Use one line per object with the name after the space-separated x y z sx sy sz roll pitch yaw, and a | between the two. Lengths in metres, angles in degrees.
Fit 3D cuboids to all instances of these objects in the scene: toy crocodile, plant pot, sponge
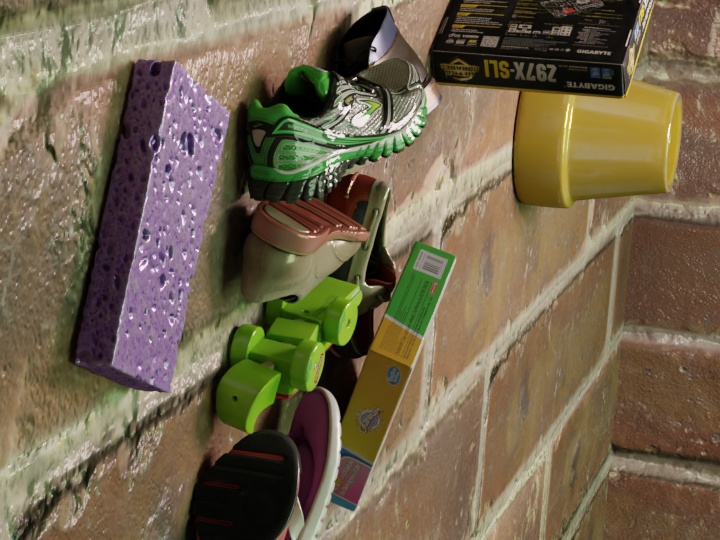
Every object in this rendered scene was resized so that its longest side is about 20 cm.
-0.052 0.059 1.470 0.200 0.067 0.062 -51 151 -58 | toy crocodile
0.308 -0.174 2.404 0.201 0.189 0.201 6 90 -74 | plant pot
-0.133 -0.026 1.213 0.112 0.030 0.200 45 54 -70 | sponge

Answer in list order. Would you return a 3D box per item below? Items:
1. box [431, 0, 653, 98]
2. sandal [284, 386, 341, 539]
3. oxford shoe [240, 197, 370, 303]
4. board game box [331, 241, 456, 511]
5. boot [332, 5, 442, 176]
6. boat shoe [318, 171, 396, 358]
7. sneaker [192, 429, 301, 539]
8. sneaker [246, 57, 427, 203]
0.188 -0.249 1.926 0.160 0.200 0.049 -68 157 -43 | box
-0.063 0.186 1.507 0.050 0.082 0.203 23 71 -29 | sandal
-0.050 -0.016 1.473 0.074 0.071 0.200 -64 164 12 | oxford shoe
0.022 0.095 1.676 0.153 0.040 0.200 -65 176 -48 | board game box
-0.008 -0.145 1.574 0.200 0.075 0.097 -46 117 -50 | boot
0.000 0.000 1.632 0.071 0.063 0.200 -67 159 -49 | boat shoe
-0.096 0.218 1.416 0.087 0.074 0.200 91 14 -75 | sneaker
-0.014 -0.124 1.445 0.200 0.078 0.085 -37 130 -47 | sneaker
